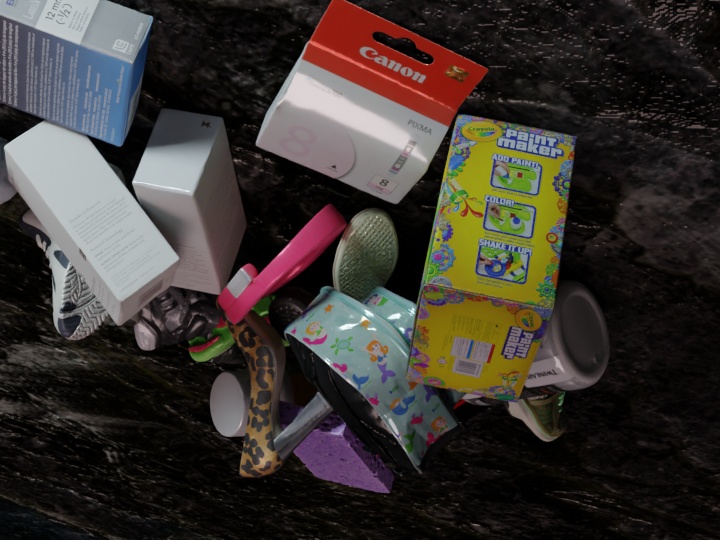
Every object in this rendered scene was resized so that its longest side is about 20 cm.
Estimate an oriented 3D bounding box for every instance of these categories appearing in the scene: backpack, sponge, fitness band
[{"bbox_3d":[0.017,0.105,1.299,0.200,0.151,0.177,45,171,-30],"label":"backpack"},{"bbox_3d":[-0.037,0.222,1.479,0.110,0.030,0.201,9,153,25],"label":"sponge"},{"bbox_3d":[-0.086,-0.006,1.309,0.038,0.143,0.200,52,150,2],"label":"fitness band"}]

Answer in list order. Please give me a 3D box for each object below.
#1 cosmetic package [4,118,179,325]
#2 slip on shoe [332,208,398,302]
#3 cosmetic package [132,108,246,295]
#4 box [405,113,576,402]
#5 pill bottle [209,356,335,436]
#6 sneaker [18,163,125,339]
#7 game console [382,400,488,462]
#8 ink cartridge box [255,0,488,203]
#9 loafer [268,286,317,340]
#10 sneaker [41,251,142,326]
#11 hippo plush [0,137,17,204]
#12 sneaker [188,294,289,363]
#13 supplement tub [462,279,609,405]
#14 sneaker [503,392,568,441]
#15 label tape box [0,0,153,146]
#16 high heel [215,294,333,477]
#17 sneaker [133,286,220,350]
[{"bbox_3d":[-0.280,-0.055,1.231,0.201,0.081,0.113,50,160,4],"label":"cosmetic package"},{"bbox_3d":[0.000,0.000,1.359,0.073,0.062,0.201,-5,139,-10],"label":"slip on shoe"},{"bbox_3d":[-0.181,-0.070,1.279,0.070,0.102,0.201,10,149,9],"label":"cosmetic package"},{"bbox_3d":[0.124,-0.009,1.158,0.120,0.195,0.201,11,151,3],"label":"box"},{"bbox_3d":[-0.094,0.170,1.556,0.198,0.113,0.111,1,163,-40],"label":"pill bottle"},{"bbox_3d":[-0.337,-0.023,1.350,0.129,0.202,0.079,-1,175,45],"label":"sneaker"},{"bbox_3d":[0.071,0.200,1.583,0.199,0.031,0.176,-36,152,27],"label":"game console"},{"bbox_3d":[0.005,-0.152,1.119,0.161,0.058,0.200,22,154,-12],"label":"ink cartridge box"},{"bbox_3d":[-0.049,0.062,1.461,0.072,0.072,0.200,-2,155,26],"label":"loafer"},{"bbox_3d":[-0.318,0.015,1.408,0.078,0.076,0.200,-4,-158,-31],"label":"sneaker"},{"bbox_3d":[-0.458,-0.113,1.270,0.197,0.161,0.161,4,148,17],"label":"hippo plush"},{"bbox_3d":[-0.138,0.079,1.556,0.198,0.078,0.083,-11,163,37],"label":"sneaker"},{"bbox_3d":[0.176,0.088,1.367,0.198,0.124,0.122,-17,138,41],"label":"supplement tub"},{"bbox_3d":[0.239,0.157,1.510,0.088,0.077,0.200,-34,147,15],"label":"sneaker"},{"bbox_3d":[-0.308,-0.213,1.136,0.198,0.067,0.144,21,149,-6],"label":"label tape box"},{"bbox_3d":[-0.140,0.137,1.387,0.200,0.143,0.071,48,-170,12],"label":"high heel"},{"bbox_3d":[-0.231,0.017,1.480,0.112,0.076,0.202,-2,134,-7],"label":"sneaker"}]
